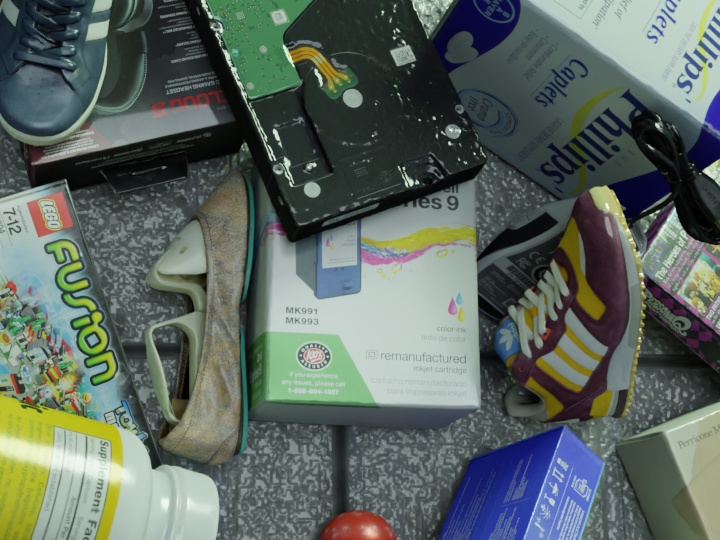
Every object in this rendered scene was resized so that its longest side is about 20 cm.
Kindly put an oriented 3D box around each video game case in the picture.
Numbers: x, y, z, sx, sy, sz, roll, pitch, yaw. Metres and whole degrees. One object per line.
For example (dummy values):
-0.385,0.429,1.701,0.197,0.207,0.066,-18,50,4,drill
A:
0.305,-0.004,0.932,0.181,0.036,0.200,40,59,-2,video game case

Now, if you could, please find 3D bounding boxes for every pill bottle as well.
-0.187,0.134,0.715,0.200,0.111,0.111,20,72,-25,pill bottle

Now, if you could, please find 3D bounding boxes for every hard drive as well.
-0.021,-0.131,0.818,0.140,0.038,0.200,-21,78,-19,hard drive

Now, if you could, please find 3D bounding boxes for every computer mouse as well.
0.152,-0.027,0.854,0.110,0.200,0.044,39,41,-27,computer mouse

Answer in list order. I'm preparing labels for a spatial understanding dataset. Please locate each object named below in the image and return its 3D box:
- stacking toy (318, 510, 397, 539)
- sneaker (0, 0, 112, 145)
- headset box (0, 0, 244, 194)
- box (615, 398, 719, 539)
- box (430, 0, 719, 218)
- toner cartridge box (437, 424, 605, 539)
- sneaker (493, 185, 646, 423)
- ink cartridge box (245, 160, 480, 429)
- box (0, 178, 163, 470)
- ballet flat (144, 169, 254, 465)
-0.003,0.254,0.798,0.085,0.085,0.200,1,70,-13,stacking toy
-0.184,-0.179,0.769,0.075,0.085,0.200,10,74,-11,sneaker
-0.169,-0.148,0.850,0.149,0.077,0.200,-14,79,-16,headset box
0.267,0.193,0.872,0.095,0.078,0.200,-21,83,-17,box
0.156,-0.144,0.870,0.200,0.184,0.105,33,69,-4,box
0.081,0.194,0.781,0.043,0.095,0.200,42,49,-15,toner cartridge box
0.133,0.033,0.824,0.090,0.200,0.075,-7,42,1,sneaker
0.000,0.000,0.850,0.145,0.088,0.200,4,73,-12,ink cartridge box
-0.206,0.054,0.786,0.110,0.035,0.200,-20,99,-17,box
-0.107,0.026,0.825,0.067,0.068,0.200,5,74,-21,ballet flat
